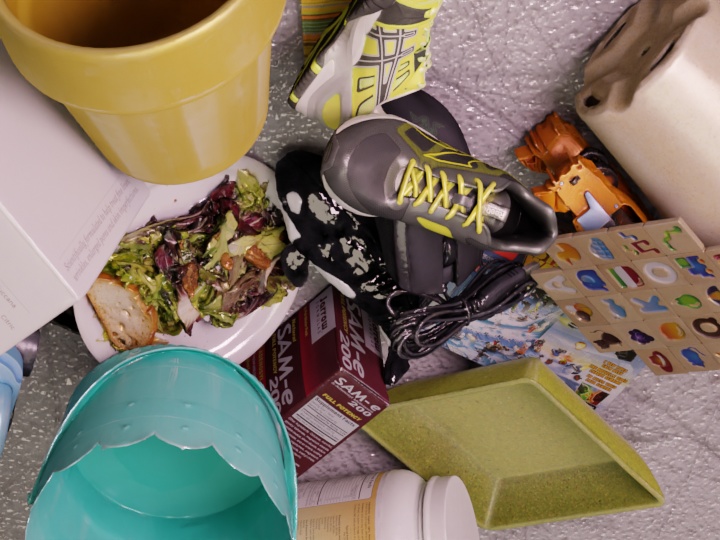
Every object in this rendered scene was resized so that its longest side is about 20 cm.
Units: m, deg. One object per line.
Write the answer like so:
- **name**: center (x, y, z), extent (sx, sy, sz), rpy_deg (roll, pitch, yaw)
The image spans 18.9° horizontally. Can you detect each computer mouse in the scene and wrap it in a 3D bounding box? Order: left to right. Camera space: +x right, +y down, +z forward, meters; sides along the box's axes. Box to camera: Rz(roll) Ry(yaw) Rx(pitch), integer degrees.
- **computer mouse**: center (0.060, -0.046, 1.619), extent (0.138, 0.053, 0.201), rpy_deg (-26, 103, -27)

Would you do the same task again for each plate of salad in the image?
- **plate of salad**: center (-0.125, 0.005, 1.661), extent (0.199, 0.048, 0.202), rpy_deg (-14, 120, -25)

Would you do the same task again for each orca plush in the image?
- **orca plush**: center (0.000, 0.000, 1.660), extent (0.105, 0.071, 0.201), rpy_deg (-22, 110, -14)

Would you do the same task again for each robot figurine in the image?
- **robot figurine**: center (0.202, -0.025, 1.658), extent (0.058, 0.145, 0.200), rpy_deg (-37, 114, 12)

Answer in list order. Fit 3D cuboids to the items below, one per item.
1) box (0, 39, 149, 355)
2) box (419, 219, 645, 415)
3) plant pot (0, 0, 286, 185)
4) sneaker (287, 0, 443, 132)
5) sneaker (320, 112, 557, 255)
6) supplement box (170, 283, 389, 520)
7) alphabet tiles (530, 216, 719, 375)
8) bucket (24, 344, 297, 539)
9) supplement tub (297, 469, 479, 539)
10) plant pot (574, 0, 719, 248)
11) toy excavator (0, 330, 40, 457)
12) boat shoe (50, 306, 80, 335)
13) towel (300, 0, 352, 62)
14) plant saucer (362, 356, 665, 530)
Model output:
- **box**: center (-0.274, -0.061, 1.497), extent (0.130, 0.199, 0.200), rpy_deg (-33, 104, 21)
- **box**: center (0.154, 0.030, 1.757), extent (0.199, 0.040, 0.137), rpy_deg (25, 124, -25)
- **plant pot**: center (-0.140, -0.165, 1.477), extent (0.199, 0.202, 0.189), rpy_deg (-11, 146, 2)
- **sneaker**: center (0.026, -0.173, 1.527), extent (0.076, 0.076, 0.200), rpy_deg (32, 133, -11)
- **sneaker**: center (0.062, -0.060, 1.538), extent (0.199, 0.084, 0.075), rpy_deg (14, 93, -37)
- **supplement box**: center (-0.069, 0.115, 1.758), extent (0.200, 0.109, 0.061), rpy_deg (-40, 122, 23)
- **alphabet tiles**: center (0.227, 0.022, 1.595), extent (0.199, 0.006, 0.166), rpy_deg (-8, 136, 46)
- **bucket**: center (-0.146, 0.165, 1.642), extent (0.205, 0.135, 0.209), rpy_deg (0, 125, 0)
- **supplement tub**: center (-0.006, 0.247, 1.833), extent (0.198, 0.145, 0.145), rpy_deg (-9, 131, 15)
- **plant pot**: center (0.263, -0.108, 1.576), extent (0.183, 0.201, 0.200), rpy_deg (40, 116, -19)
- **toy excavator**: center (-0.324, 0.150, 1.697), extent (0.099, 0.201, 0.195), rpy_deg (13, 127, -16)
- **boat shoe**: center (-0.202, 0.028, 1.703), extent (0.201, 0.063, 0.074), rpy_deg (32, 118, -30)
- **towel**: center (-0.003, -0.221, 1.547), extent (0.085, 0.018, 0.201), rpy_deg (-6, 130, -3)
- **plant saucer**: center (0.127, 0.139, 1.802), extent (0.199, 0.048, 0.200), rpy_deg (-14, 136, 40)
